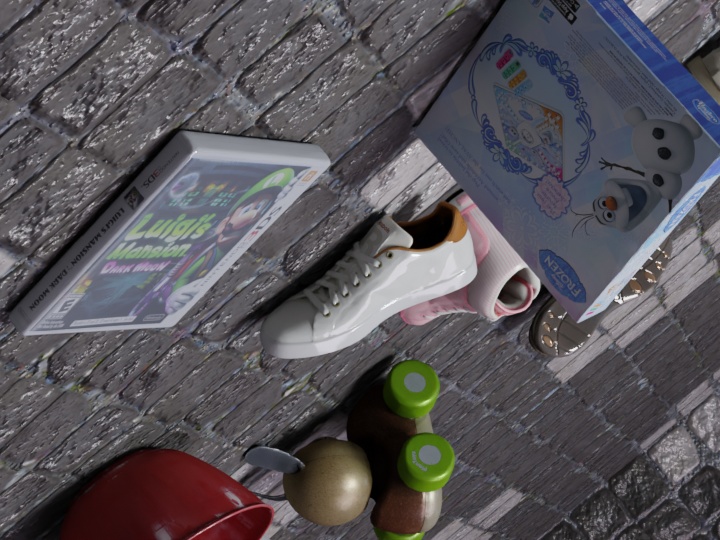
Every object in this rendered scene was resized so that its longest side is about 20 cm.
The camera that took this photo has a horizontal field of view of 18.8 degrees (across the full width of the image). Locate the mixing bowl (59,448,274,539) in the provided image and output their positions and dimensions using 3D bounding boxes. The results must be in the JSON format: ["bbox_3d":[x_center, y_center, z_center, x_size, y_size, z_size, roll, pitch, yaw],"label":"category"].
[{"bbox_3d":[-0.184,0.225,1.875,0.200,0.108,0.200,-35,163,-12],"label":"mixing bowl"}]

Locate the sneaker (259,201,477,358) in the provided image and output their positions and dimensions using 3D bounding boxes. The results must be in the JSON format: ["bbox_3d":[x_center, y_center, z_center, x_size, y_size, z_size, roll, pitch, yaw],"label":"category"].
[{"bbox_3d":[0.000,0.000,1.790,0.200,0.073,0.085,-27,130,-19],"label":"sneaker"}]

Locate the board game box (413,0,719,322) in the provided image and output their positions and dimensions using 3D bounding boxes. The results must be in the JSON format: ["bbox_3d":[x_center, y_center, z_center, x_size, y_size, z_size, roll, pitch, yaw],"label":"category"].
[{"bbox_3d":[0.156,-0.099,1.591,0.043,0.200,0.199,-23,157,-46],"label":"board game box"}]

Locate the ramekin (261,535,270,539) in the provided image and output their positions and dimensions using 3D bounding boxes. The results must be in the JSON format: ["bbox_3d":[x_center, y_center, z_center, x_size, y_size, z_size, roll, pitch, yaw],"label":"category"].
[{"bbox_3d":[-0.170,0.319,2.167,0.200,0.098,0.201,-36,164,-12],"label":"ramekin"}]

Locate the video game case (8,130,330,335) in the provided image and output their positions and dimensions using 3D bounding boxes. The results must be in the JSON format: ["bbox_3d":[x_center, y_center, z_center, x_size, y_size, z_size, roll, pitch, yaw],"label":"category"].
[{"bbox_3d":[-0.127,-0.023,1.499,0.182,0.023,0.200,-45,162,19],"label":"video game case"}]

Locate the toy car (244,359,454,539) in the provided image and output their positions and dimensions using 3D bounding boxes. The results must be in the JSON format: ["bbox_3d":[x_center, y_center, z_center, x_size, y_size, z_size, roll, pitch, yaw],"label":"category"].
[{"bbox_3d":[-0.025,0.191,2.159,0.199,0.158,0.164,-3,148,-13],"label":"toy car"}]

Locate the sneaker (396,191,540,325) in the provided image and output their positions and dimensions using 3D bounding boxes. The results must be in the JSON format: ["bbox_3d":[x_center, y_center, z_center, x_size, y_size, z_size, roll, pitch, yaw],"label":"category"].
[{"bbox_3d":[0.095,0.018,1.939,0.075,0.105,0.200,-31,163,-30],"label":"sneaker"}]

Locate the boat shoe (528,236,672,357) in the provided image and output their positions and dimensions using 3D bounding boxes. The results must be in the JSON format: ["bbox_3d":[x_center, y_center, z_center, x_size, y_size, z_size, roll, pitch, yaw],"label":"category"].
[{"bbox_3d":[0.252,0.017,2.354,0.200,0.075,0.073,-38,-171,-17],"label":"boat shoe"}]

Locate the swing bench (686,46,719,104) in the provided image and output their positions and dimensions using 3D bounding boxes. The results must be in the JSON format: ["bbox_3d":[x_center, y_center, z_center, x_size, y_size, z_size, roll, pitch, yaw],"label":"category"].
[{"bbox_3d":[0.444,-0.192,2.040,0.199,0.130,0.200,-35,167,22],"label":"swing bench"}]
